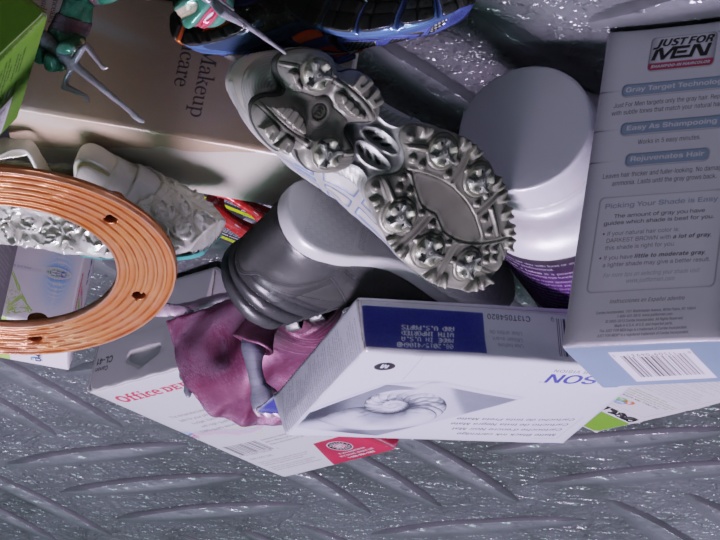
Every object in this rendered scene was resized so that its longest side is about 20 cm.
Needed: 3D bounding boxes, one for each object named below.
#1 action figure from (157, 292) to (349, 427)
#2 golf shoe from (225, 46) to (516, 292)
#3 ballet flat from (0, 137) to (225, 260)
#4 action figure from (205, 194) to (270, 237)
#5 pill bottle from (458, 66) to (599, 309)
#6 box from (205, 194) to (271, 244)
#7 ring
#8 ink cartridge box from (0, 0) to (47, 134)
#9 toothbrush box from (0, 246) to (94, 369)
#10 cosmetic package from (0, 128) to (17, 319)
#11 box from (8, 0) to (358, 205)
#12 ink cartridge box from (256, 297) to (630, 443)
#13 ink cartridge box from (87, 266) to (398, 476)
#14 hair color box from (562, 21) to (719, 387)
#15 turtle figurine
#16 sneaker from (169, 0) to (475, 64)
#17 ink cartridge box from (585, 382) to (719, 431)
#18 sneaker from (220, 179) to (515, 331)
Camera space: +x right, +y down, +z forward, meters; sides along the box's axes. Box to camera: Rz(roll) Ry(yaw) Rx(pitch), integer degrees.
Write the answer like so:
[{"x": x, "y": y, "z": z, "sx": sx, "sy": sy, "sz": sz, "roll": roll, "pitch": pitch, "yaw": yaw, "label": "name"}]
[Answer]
[{"x": -0.040, "y": 0.029, "z": 1.776, "sx": 0.134, "sy": 0.149, "sz": 0.200, "roll": -12, "pitch": 154, "yaw": -31, "label": "action figure"}, {"x": 0.006, "y": -0.065, "z": 1.482, "sx": 0.200, "sy": 0.078, "sz": 0.097, "roll": 41, "pitch": 173, "yaw": -29, "label": "golf shoe"}, {"x": -0.181, "y": -0.045, "z": 1.542, "sx": 0.199, "sy": 0.072, "sz": 0.072, "roll": 3, "pitch": 157, "yaw": 10, "label": "ballet flat"}, {"x": 0.007, "y": -0.021, "z": 1.657, "sx": 0.200, "sy": 0.099, "sz": 0.065, "roll": 36, "pitch": 156, "yaw": -4, "label": "action figure"}, {"x": 0.130, "y": -0.042, "z": 1.589, "sx": 0.111, "sy": 0.112, "sz": 0.200, "roll": 0, "pitch": 156, "yaw": 23, "label": "pill bottle"}, {"x": -0.030, "y": -0.050, "z": 1.726, "sx": 0.200, "sy": 0.044, "sz": 0.160, "roll": 21, "pitch": 155, "yaw": -24, "label": "box"}, {"x": -0.205, "y": -0.008, "z": 1.497, "sx": 0.200, "sy": 0.019, "sz": 0.201, "roll": 1, "pitch": 148, "yaw": 0, "label": "ring"}, {"x": -0.279, "y": -0.151, "z": 1.442, "sx": 0.200, "sy": 0.076, "sz": 0.148, "roll": 40, "pitch": 155, "yaw": 2, "label": "ink cartridge box"}, {"x": -0.277, "y": -0.031, "z": 1.744, "sx": 0.199, "sy": 0.146, "sz": 0.086, "roll": 12, "pitch": 158, "yaw": -2, "label": "toothbrush box"}, {"x": -0.273, "y": -0.042, "z": 1.648, "sx": 0.107, "sy": 0.200, "sz": 0.090, "roll": 7, "pitch": 157, "yaw": 13, "label": "cosmetic package"}, {"x": -0.106, "y": -0.104, "z": 1.568, "sx": 0.199, "sy": 0.095, "sz": 0.078, "roll": 9, "pitch": 157, "yaw": 0, "label": "box"}, {"x": 0.056, "y": 0.076, "z": 1.638, "sx": 0.199, "sy": 0.041, "sz": 0.200, "roll": 3, "pitch": 157, "yaw": -20, "label": "ink cartridge box"}, {"x": -0.084, "y": 0.081, "z": 2.005, "sx": 0.200, "sy": 0.086, "sz": 0.147, "roll": 28, "pitch": 152, "yaw": -33, "label": "ink cartridge box"}, {"x": 0.181, "y": -0.038, "z": 1.459, "sx": 0.099, "sy": 0.200, "sz": 0.061, "roll": -4, "pitch": 153, "yaw": 29, "label": "hair color box"}, {"x": -0.137, "y": -0.168, "z": 1.420, "sx": 0.200, "sy": 0.101, "sz": 0.150, "roll": 34, "pitch": 138, "yaw": -16, "label": "turtle figurine"}, {"x": -0.012, "y": -0.152, "z": 1.459, "sx": 0.200, "sy": 0.076, "sz": 0.078, "roll": 1, "pitch": 166, "yaw": 41, "label": "sneaker"}, {"x": 0.178, "y": 0.041, "z": 1.794, "sx": 0.148, "sy": 0.076, "sz": 0.200, "roll": 23, "pitch": 155, "yaw": -30, "label": "ink cartridge box"}, {"x": 0.000, "y": 0.000, "z": 1.588, "sx": 0.200, "sy": 0.071, "sz": 0.099, "roll": 14, "pitch": 147, "yaw": -41, "label": "sneaker"}]
